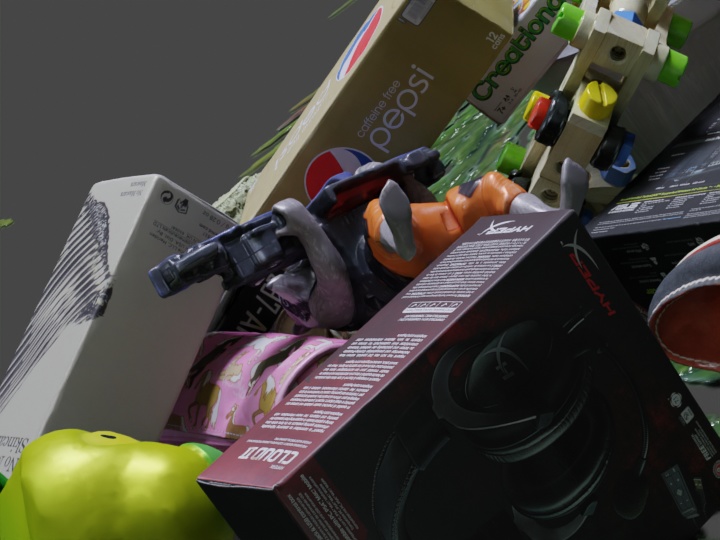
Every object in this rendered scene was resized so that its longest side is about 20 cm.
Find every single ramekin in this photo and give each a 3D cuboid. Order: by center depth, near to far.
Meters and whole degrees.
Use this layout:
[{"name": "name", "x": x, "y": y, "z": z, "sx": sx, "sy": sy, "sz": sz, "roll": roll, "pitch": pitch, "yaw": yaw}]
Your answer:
[{"name": "ramekin", "x": 0.203, "y": -0.142, "z": 1.310, "sx": 0.200, "sy": 0.105, "sz": 0.200, "roll": -31, "pitch": 17, "yaw": 11}]

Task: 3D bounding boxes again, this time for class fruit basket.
[{"name": "fruit basket", "x": -0.158, "y": 0.121, "z": 0.961, "sx": 0.215, "sy": 0.156, "sz": 0.216, "roll": -35, "pitch": -23, "yaw": -18}]

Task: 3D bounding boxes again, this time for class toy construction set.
[{"name": "toy construction set", "x": 0.128, "y": -0.088, "z": 1.173, "sx": 0.092, "sy": 0.200, "sz": 0.131, "roll": 13, "pitch": 45, "yaw": 8}]

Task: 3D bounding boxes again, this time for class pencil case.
[{"name": "pencil case", "x": -0.051, "y": 0.075, "z": 1.158, "sx": 0.200, "sy": 0.083, "sz": 0.087, "roll": -2, "pitch": 72, "yaw": 59}]

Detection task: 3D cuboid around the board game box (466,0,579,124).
[{"name": "board game box", "x": 0.127, "y": -0.186, "z": 1.246, "sx": 0.200, "sy": 0.035, "sz": 0.126, "roll": -51, "pitch": 13, "yaw": 15}]

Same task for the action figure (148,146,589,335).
[{"name": "action figure", "x": 0.000, "y": 0.000, "z": 1.107, "sx": 0.200, "sy": 0.105, "sz": 0.193, "roll": -24, "pitch": 0, "yaw": -30}]

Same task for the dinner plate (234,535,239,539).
[{"name": "dinner plate", "x": -0.065, "y": 0.128, "z": 1.214, "sx": 0.200, "sy": 0.024, "sz": 0.200, "roll": -32, "pitch": 17, "yaw": 11}]

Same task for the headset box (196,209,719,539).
[{"name": "headset box", "x": 0.042, "y": 0.093, "z": 0.886, "sx": 0.200, "sy": 0.149, "sz": 0.077, "roll": -41, "pitch": 17, "yaw": -25}]

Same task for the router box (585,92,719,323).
[{"name": "router box", "x": 0.224, "y": -0.044, "z": 1.071, "sx": 0.150, "sy": 0.062, "sz": 0.200, "roll": -44, "pitch": 19, "yaw": -27}]

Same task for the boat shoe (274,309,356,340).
[{"name": "boat shoe", "x": 0.008, "y": 0.023, "z": 1.248, "sx": 0.065, "sy": 0.072, "sz": 0.200, "roll": -15, "pitch": -1, "yaw": -44}]

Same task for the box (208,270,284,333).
[{"name": "box", "x": -0.048, "y": -0.014, "z": 1.425, "sx": 0.160, "sy": 0.043, "sz": 0.200, "roll": -57, "pitch": 7, "yaw": 23}]

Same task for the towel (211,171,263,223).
[{"name": "towel", "x": -0.113, "y": 0.019, "z": 1.328, "sx": 0.149, "sy": 0.036, "sz": 0.200, "roll": -57, "pitch": 0, "yaw": 23}]

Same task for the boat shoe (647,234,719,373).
[{"name": "boat shoe", "x": 0.198, "y": 0.023, "z": 0.934, "sx": 0.200, "sy": 0.071, "sz": 0.063, "roll": -7, "pitch": 34, "yaw": 49}]

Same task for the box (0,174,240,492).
[{"name": "box", "x": -0.140, "y": 0.052, "z": 1.148, "sx": 0.082, "sy": 0.068, "sz": 0.200, "roll": -6, "pitch": 57, "yaw": 56}]

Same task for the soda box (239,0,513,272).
[{"name": "soda box", "x": 0.007, "y": -0.087, "z": 1.224, "sx": 0.200, "sy": 0.064, "sz": 0.068, "roll": -53, "pitch": 14, "yaw": 26}]
